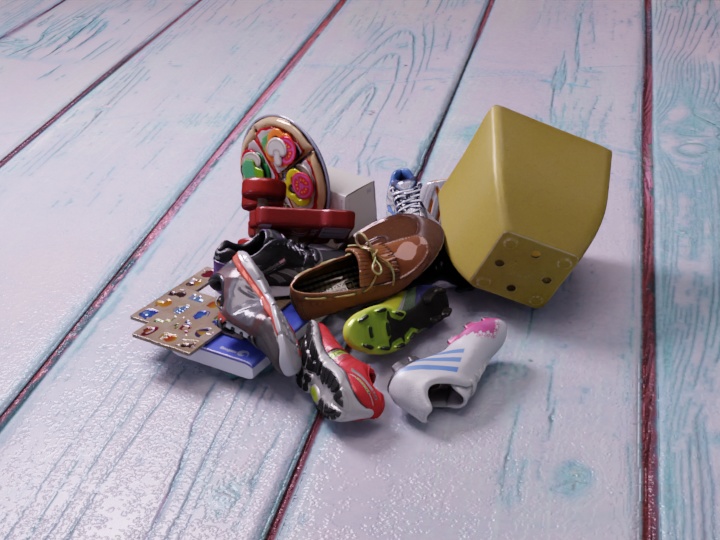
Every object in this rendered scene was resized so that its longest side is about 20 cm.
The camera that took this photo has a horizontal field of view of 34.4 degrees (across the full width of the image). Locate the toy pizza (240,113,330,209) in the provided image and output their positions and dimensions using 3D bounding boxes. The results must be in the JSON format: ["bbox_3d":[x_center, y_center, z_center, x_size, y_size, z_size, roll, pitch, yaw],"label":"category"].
[{"bbox_3d":[-0.125,-0.142,1.808,0.199,0.202,0.032,22,33,38],"label":"toy pizza"}]

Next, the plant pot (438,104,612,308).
[{"bbox_3d":[0.227,-0.068,1.614,0.192,0.196,0.201,19,44,-12],"label":"plant pot"}]

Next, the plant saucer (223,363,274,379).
[{"bbox_3d":[-0.167,0.089,1.579,0.069,0.019,0.200,-10,30,-14],"label":"plant saucer"}]

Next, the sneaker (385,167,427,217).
[{"bbox_3d":[0.070,-0.100,1.836,0.076,0.086,0.201,-6,29,-5],"label":"sneaker"}]

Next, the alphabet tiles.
[{"bbox_3d":[-0.204,0.055,1.562,0.166,0.008,0.200,15,32,29],"label":"alphabet tiles"}]

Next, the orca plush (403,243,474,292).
[{"bbox_3d":[0.109,-0.020,1.696,0.197,0.072,0.106,-2,27,3],"label":"orca plush"}]

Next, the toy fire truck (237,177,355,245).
[{"bbox_3d":[-0.095,-0.062,1.707,0.166,0.114,0.200,5,-9,-5],"label":"toy fire truck"}]

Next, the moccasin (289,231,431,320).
[{"bbox_3d":[0.000,-0.001,1.540,0.199,0.078,0.074,-16,59,-5],"label":"moccasin"}]

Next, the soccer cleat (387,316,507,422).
[{"bbox_3d":[0.123,0.128,1.441,0.199,0.070,0.086,-26,51,-32],"label":"soccer cleat"}]

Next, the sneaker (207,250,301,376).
[{"bbox_3d":[-0.138,0.068,1.483,0.081,0.077,0.201,-30,50,0],"label":"sneaker"}]

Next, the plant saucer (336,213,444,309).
[{"bbox_3d":[0.025,-0.022,1.661,0.199,0.035,0.201,-25,26,13],"label":"plant saucer"}]

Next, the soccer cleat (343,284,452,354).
[{"bbox_3d":[0.039,0.068,1.545,0.083,0.066,0.199,-9,8,44],"label":"soccer cleat"}]

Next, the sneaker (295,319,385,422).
[{"bbox_3d":[-0.025,0.131,1.453,0.084,0.078,0.200,8,24,-24],"label":"sneaker"}]

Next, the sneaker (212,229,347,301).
[{"bbox_3d":[-0.103,-0.015,1.587,0.198,0.089,0.076,-11,28,-18],"label":"sneaker"}]

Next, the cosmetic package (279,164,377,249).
[{"bbox_3d":[-0.069,-0.110,1.849,0.199,0.105,0.073,21,37,39],"label":"cosmetic package"}]

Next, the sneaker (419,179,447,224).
[{"bbox_3d":[0.186,-0.098,1.817,0.198,0.079,0.077,16,18,-10],"label":"sneaker"}]

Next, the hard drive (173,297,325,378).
[{"bbox_3d":[-0.140,0.071,1.563,0.131,0.026,0.200,14,32,28],"label":"hard drive"}]
